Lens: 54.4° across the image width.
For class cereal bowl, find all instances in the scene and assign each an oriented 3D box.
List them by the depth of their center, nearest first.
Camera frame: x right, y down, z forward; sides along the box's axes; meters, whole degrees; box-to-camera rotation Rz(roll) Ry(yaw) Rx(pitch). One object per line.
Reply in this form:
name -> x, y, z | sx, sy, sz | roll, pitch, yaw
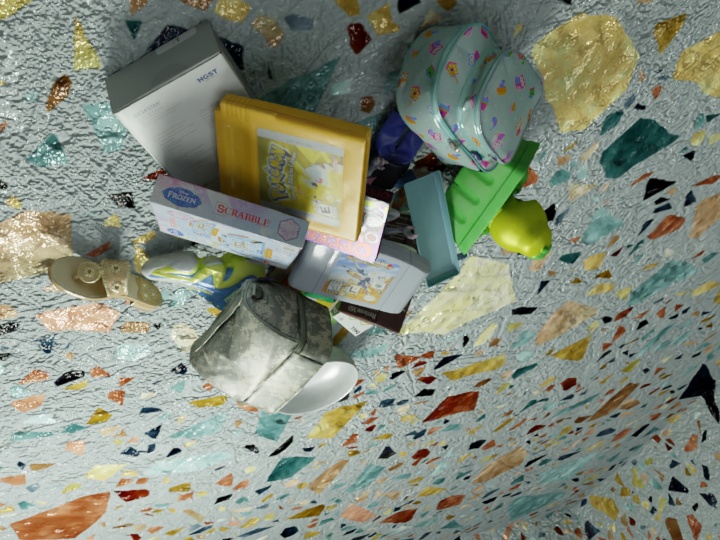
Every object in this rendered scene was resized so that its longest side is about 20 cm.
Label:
cereal bowl -> -0.110, 0.225, 1.517 | 0.200, 0.083, 0.200 | -15, 143, -12

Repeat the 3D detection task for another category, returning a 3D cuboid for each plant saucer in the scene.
plant saucer -> 0.120, -0.069, 1.189 | 0.070, 0.019, 0.200 | -23, 119, -15

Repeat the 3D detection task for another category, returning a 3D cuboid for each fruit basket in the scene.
fruit basket -> 0.248, -0.110, 1.194 | 0.216, 0.215, 0.156 | -59, 176, 38

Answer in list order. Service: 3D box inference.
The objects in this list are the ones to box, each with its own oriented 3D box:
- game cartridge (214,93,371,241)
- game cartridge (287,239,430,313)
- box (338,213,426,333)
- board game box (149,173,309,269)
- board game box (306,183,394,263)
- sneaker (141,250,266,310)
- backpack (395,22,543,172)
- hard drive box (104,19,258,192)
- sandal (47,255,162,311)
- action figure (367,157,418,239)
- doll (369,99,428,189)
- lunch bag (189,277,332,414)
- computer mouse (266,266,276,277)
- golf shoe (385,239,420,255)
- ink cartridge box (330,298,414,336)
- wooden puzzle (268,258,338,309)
game cartridge -> -0.090, -0.129, 0.907 | 0.200, 0.032, 0.176 | 14, 136, 8
game cartridge -> 0.000, 0.000, 1.094 | 0.200, 0.042, 0.133 | 14, 142, -16
box -> 0.047, -0.001, 1.232 | 0.075, 0.100, 0.200 | 24, 83, -46
board game box -> -0.182, -0.061, 0.974 | 0.199, 0.041, 0.200 | 17, 169, -10
board game box -> -0.060, -0.089, 0.977 | 0.200, 0.032, 0.120 | 19, 141, 6
sneaker -> -0.253, 0.024, 1.144 | 0.200, 0.076, 0.105 | -2, 111, -1
backpack -> 0.154, -0.252, 1.003 | 0.200, 0.153, 0.176 | 31, 83, -38
hard drive box -> -0.211, -0.202, 0.936 | 0.156, 0.077, 0.200 | -28, 144, 4
sandal -> -0.379, 0.008, 1.101 | 0.070, 0.078, 0.212 | -31, 152, 19
action figure -> -0.006, -0.091, 1.089 | 0.149, 0.134, 0.200 | -25, 161, 25
doll -> 0.051, -0.179, 1.135 | 0.136, 0.049, 0.200 | 10, 133, -25
lunch bag -> -0.161, 0.114, 1.125 | 0.168, 0.139, 0.200 | 26, 126, -30
computer mouse -> -0.117, 0.003, 1.242 | 0.138, 0.053, 0.200 | -13, 151, -32
golf shoe -> 0.003, -0.045, 1.142 | 0.200, 0.088, 0.077 | 7, 148, -10
ink cartridge box -> -0.003, 0.069, 1.404 | 0.200, 0.059, 0.104 | -32, 143, 9
wooden puzzle -> -0.109, 0.056, 1.241 | 0.200, 0.037, 0.185 | -46, 144, 20
